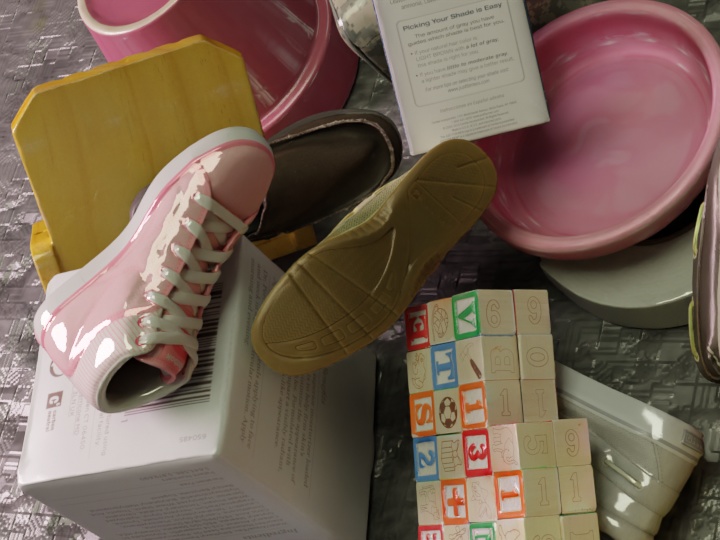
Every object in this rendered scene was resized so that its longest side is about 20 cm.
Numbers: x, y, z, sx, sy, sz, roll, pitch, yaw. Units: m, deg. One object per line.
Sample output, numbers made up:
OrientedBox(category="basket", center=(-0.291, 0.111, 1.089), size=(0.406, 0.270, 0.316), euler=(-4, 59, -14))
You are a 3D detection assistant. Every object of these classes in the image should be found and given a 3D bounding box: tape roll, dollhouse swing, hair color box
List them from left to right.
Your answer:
OrientedBox(category="dollhouse swing", center=(-0.156, -0.077, 1.358), size=(0.199, 0.177, 0.182), euler=(-19, 13, -5))
OrientedBox(category="hair color box", center=(0.057, -0.188, 1.225), size=(0.099, 0.201, 0.061), euler=(-13, 14, 3))
OrientedBox(category="tape roll", center=(0.212, -0.056, 1.271), size=(0.202, 0.037, 0.204), euler=(-16, 55, 24))

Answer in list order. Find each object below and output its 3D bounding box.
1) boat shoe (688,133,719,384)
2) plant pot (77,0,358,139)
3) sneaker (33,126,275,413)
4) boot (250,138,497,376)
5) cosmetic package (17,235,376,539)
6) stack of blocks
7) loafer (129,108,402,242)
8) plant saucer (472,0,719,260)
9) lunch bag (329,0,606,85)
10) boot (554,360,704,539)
OrientedBox(category="boat shoe", center=(0.245, -0.027, 1.163), size=(0.059, 0.071, 0.201), euler=(164, 113, -67))
OrientedBox(category="plant pot", center=(-0.128, -0.196, 1.489), size=(0.199, 0.179, 0.201), euler=(-16, 56, 25))
OrientedBox(category="sneaker", center=(-0.113, 0.008, 1.155), size=(0.200, 0.075, 0.105), euler=(-44, 49, 7))
OrientedBox(category="boot", center=(0.000, 0.000, 1.246), size=(0.200, 0.073, 0.155), euler=(-46, 2, -12))
OrientedBox(category="cosmetic package", center=(-0.106, 0.103, 1.274), size=(0.164, 0.200, 0.166), euler=(-12, 56, 26))
OrientedBox(category="stack of blocks", center=(0.088, 0.115, 1.158), size=(0.115, 0.058, 0.201), euler=(-17, 75, 56))
OrientedBox(category="loafer", center=(-0.060, -0.051, 1.266), size=(0.199, 0.073, 0.071), euler=(-23, 16, -4))
OrientedBox(category="plant saucer", center=(0.168, -0.092, 1.264), size=(0.200, 0.051, 0.202), euler=(-17, 54, 26))
OrientedBox(category="lunch bag", center=(0.085, -0.214, 1.348), size=(0.167, 0.200, 0.140), euler=(-31, 50, 20))
OrientedBox(category="boot", center=(0.126, 0.114, 1.201), size=(0.200, 0.073, 0.096), euler=(23, 84, 47))
